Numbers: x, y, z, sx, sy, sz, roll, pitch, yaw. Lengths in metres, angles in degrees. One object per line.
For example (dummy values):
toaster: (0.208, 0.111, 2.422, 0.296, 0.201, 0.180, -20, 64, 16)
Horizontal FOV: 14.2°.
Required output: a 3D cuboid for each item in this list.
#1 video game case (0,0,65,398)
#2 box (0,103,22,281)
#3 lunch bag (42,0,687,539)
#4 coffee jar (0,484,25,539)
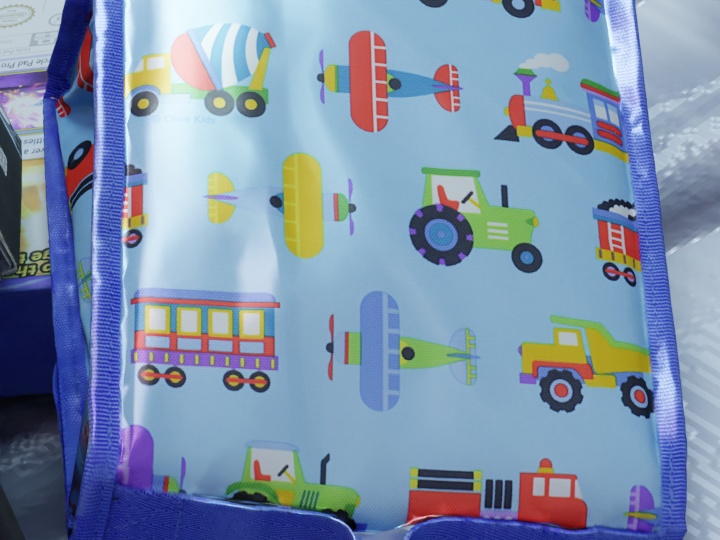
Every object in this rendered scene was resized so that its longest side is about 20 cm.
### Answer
video game case: (-0.152, -0.032, 0.878, 0.200, 0.045, 0.181, -5, 40, 10)
box: (-0.183, 0.006, 0.723, 0.200, 0.044, 0.160, -25, 15, -1)
lunch bag: (0.000, 0.000, 0.745, 0.150, 0.094, 0.200, 6, 47, -13)
coffee jar: (-0.186, 0.088, 0.713, 0.200, 0.085, 0.104, -31, 29, -19)
